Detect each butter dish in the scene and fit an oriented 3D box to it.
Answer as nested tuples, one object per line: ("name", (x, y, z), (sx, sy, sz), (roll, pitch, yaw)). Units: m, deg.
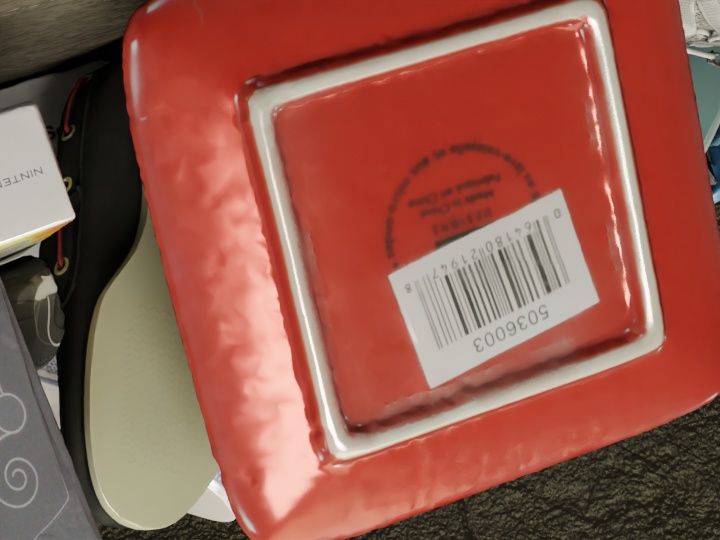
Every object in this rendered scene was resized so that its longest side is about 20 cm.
("butter dish", (0.011, -0.028, 0.770), (0.199, 0.200, 0.148), (-18, -164, -17))

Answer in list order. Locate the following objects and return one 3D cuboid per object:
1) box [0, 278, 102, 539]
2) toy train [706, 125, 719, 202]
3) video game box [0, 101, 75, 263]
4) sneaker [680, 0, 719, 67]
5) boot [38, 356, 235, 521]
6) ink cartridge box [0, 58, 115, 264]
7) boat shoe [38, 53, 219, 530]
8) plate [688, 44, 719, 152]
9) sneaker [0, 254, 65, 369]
("box", (-0.200, 0.083, 0.697), (0.200, 0.106, 0.122), (-18, -176, 43))
("toy train", (0.134, -0.081, 1.140), (0.114, 0.087, 0.200), (-27, -150, 18))
("video game box", (-0.198, 0.000, 0.733), (0.182, 0.047, 0.200), (-23, -177, -13))
("sneaker", (0.162, -0.112, 0.920), (0.200, 0.082, 0.075), (-19, -178, 33))
("boot", (-0.103, 0.035, 0.875), (0.200, 0.073, 0.090), (15, -116, 35))
("ink cartridge box", (-0.146, -0.033, 0.962), (0.146, 0.083, 0.200), (-16, 180, 3))
("boat shoe", (-0.082, 0.005, 0.799), (0.063, 0.202, 0.074), (-21, 146, 39))
("plate", (0.109, -0.075, 1.032), (0.026, 0.201, 0.200), (29, 161, -23))
("sneaker", (-0.161, 0.055, 0.803), (0.080, 0.087, 0.200), (-24, -179, -34))
